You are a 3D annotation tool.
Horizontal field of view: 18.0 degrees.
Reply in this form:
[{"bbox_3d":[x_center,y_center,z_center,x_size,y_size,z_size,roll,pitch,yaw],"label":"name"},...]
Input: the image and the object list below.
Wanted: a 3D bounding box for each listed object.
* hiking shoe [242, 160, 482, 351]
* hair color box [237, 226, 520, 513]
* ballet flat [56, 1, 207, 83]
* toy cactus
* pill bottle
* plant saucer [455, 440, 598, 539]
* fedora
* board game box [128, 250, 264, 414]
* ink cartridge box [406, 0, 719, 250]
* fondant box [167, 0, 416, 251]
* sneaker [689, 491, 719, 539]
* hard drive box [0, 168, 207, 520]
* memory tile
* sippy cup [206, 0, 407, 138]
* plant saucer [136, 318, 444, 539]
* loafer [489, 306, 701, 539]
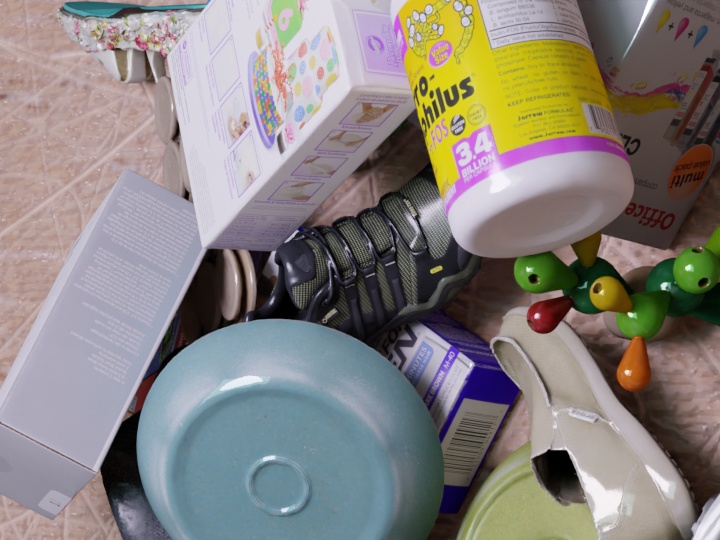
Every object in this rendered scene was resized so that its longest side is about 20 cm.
[{"bbox_3d":[0.000,0.000,1.426,0.200,0.101,0.076,-48,55,19],"label":"hiking shoe"},{"bbox_3d":[0.006,0.063,1.516,0.200,0.065,0.109,37,106,41],"label":"hair color box"},{"bbox_3d":[-0.158,-0.170,1.704,0.200,0.076,0.064,8,102,45],"label":"ballet flat"},{"bbox_3d":[0.182,0.023,1.329,0.165,0.200,0.102,135,130,-77],"label":"toy cactus"},{"bbox_3d":[0.077,-0.115,1.266,0.104,0.104,0.200,-30,64,33],"label":"pill bottle"},{"bbox_3d":[0.126,0.194,1.406,0.200,0.031,0.200,-9,76,40],"label":"plant saucer"},{"bbox_3d":[-0.112,0.149,1.544,0.200,0.091,0.201,23,121,46],"label":"fedora"},{"bbox_3d":[-0.121,0.016,1.666,0.103,0.019,0.200,17,92,41],"label":"board game box"},{"bbox_3d":[0.148,-0.136,1.375,0.145,0.145,0.200,40,109,38],"label":"ink cartridge box"},{"bbox_3d":[-0.043,-0.120,1.389,0.200,0.058,0.145,-44,50,50],"label":"fondant box"},{"bbox_3d":[0.240,0.142,1.290,0.079,0.074,0.200,30,106,24],"label":"sneaker"},{"bbox_3d":[-0.185,0.052,1.548,0.200,0.077,0.156,-65,9,-23],"label":"hard drive box"},{"bbox_3d":[-0.110,-0.054,1.593,0.153,0.017,0.200,146,118,-67],"label":"memory tile"},{"bbox_3d":[-0.034,-0.164,1.548,0.130,0.140,0.178,39,104,42],"label":"sippy cup"},{"bbox_3d":[-0.048,0.129,1.431,0.200,0.036,0.200,4,113,9],"label":"plant saucer"},{"bbox_3d":[0.127,0.097,1.362,0.068,0.076,0.200,-31,45,-8],"label":"loafer"}]
